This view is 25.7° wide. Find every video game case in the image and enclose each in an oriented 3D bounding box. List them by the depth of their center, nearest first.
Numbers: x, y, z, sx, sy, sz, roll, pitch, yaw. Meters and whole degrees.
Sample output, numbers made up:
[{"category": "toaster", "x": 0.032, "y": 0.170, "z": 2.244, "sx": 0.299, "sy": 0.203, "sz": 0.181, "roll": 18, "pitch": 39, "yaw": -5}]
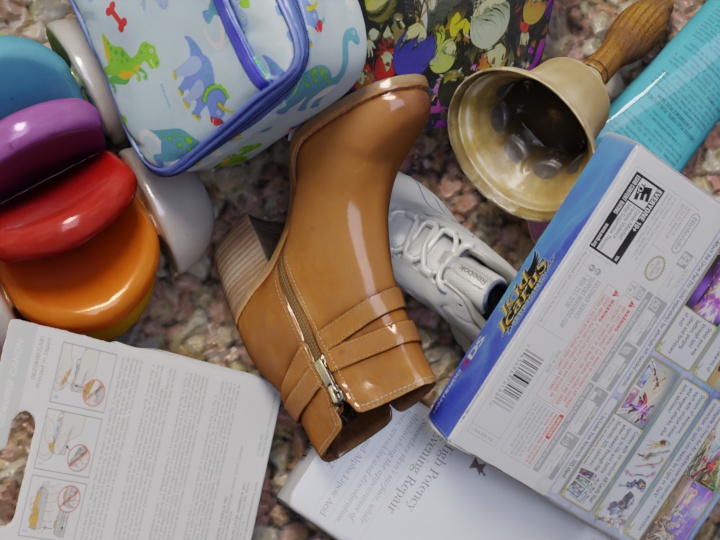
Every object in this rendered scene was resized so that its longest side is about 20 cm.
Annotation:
[{"category": "video game case", "x": 0.165, "y": 0.051, "z": 0.934, "sx": 0.180, "sy": 0.045, "sz": 0.201, "roll": 31, "pitch": 94, "yaw": -22}, {"category": "video game case", "x": 0.039, "y": -0.174, "z": 0.949, "sx": 0.199, "sy": 0.036, "sz": 0.183, "roll": -8, "pitch": 119, "yaw": -38}]

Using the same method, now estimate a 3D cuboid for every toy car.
[{"category": "toy car", "x": -0.188, "y": -0.052, "z": 0.922, "sx": 0.174, "sy": 0.150, "sz": 0.201, "roll": -29, "pitch": 90, "yaw": -10}]

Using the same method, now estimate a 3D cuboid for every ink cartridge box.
[{"category": "ink cartridge box", "x": -0.145, "y": 0.123, "z": 0.920, "sx": 0.199, "sy": 0.057, "sz": 0.164, "roll": 17, "pitch": 82, "yaw": -37}]

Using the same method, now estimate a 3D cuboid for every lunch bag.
[{"category": "lunch bag", "x": -0.089, "y": -0.168, "z": 0.881, "sx": 0.082, "sy": 0.160, "sz": 0.202, "roll": -13, "pitch": 79, "yaw": -49}]

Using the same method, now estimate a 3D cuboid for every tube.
[{"category": "tube", "x": 0.225, "y": -0.130, "z": 1.056, "sx": 0.077, "sy": 0.050, "sz": 0.200, "roll": 41, "pitch": 84, "yaw": -6}]

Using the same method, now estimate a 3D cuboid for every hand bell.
[{"category": "hand bell", "x": 0.151, "y": -0.126, "z": 1.007, "sx": 0.104, "sy": 0.104, "sz": 0.200, "roll": 50, "pitch": 51, "yaw": -3}]

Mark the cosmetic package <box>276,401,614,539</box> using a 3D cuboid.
[{"category": "cosmetic package", "x": 0.056, "y": 0.157, "z": 0.987, "sx": 0.199, "sy": 0.074, "sz": 0.102, "roll": 33, "pitch": 82, "yaw": -4}]

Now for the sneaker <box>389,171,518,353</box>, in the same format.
[{"category": "sneaker", "x": 0.052, "y": -0.007, "z": 0.993, "sx": 0.199, "sy": 0.087, "sz": 0.075, "roll": 36, "pitch": 82, "yaw": -4}]

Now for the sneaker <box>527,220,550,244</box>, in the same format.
[{"category": "sneaker", "x": 0.201, "y": -0.010, "z": 1.028, "sx": 0.199, "sy": 0.080, "sz": 0.089, "roll": 32, "pitch": 74, "yaw": -11}]

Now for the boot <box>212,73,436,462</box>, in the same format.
[{"category": "boot", "x": 0.000, "y": 0.000, "z": 0.910, "sx": 0.200, "sy": 0.076, "sz": 0.156, "roll": -44, "pitch": 61, "yaw": 27}]
